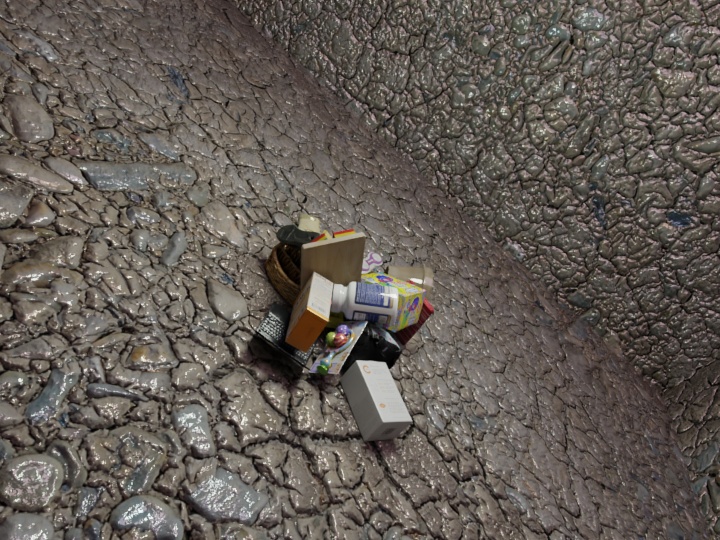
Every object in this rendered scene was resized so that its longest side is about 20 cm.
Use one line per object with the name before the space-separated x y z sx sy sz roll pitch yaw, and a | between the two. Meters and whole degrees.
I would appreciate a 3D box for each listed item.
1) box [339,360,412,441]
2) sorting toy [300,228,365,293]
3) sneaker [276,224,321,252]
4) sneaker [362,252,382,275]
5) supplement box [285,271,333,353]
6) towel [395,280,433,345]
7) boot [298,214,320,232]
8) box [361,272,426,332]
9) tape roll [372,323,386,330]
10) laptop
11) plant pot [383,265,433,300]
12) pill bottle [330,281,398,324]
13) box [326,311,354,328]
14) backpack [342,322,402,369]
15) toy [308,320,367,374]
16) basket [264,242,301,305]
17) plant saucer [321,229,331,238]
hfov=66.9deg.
box | 0.042 0.372 1.565 0.122 0.098 0.203 13 39 -41
sorting toy | -0.093 -0.027 1.634 0.194 0.204 0.070 -13 45 -21
sneaker | -0.181 -0.077 1.714 0.196 0.116 0.077 16 56 34
sneaker | 0.000 0.000 1.881 0.075 0.100 0.198 52 32 17
supplement box | -0.142 0.114 1.529 0.072 0.127 0.201 29 24 -14
towel | 0.166 0.149 1.929 0.022 0.201 0.146 -16 60 -47
boot | -0.156 -0.123 2.051 0.197 0.073 0.157 28 29 -18
box | 0.089 0.100 1.815 0.189 0.125 0.199 21 13 24
tape roll | 0.001 0.168 1.870 0.200 0.037 0.205 32 29 -20
laptop | -0.195 0.179 1.527 0.176 0.103 0.202 37 41 -9
plant pot | 0.168 0.063 2.099 0.169 0.204 0.202 17 31 -7
pill bottle | 0.011 0.095 1.639 0.194 0.114 0.112 8 33 -3
box | -0.104 0.135 1.696 0.195 0.050 0.077 11 61 -21
backpack | 0.036 0.240 1.691 0.197 0.168 0.128 20 28 -45
toy | -0.070 0.207 1.567 0.048 0.113 0.202 56 46 -30
basket | -0.201 -0.008 1.744 0.202 0.150 0.141 52 30 20
plant saucer | -0.091 -0.031 1.883 0.202 0.048 0.200 54 11 -10
